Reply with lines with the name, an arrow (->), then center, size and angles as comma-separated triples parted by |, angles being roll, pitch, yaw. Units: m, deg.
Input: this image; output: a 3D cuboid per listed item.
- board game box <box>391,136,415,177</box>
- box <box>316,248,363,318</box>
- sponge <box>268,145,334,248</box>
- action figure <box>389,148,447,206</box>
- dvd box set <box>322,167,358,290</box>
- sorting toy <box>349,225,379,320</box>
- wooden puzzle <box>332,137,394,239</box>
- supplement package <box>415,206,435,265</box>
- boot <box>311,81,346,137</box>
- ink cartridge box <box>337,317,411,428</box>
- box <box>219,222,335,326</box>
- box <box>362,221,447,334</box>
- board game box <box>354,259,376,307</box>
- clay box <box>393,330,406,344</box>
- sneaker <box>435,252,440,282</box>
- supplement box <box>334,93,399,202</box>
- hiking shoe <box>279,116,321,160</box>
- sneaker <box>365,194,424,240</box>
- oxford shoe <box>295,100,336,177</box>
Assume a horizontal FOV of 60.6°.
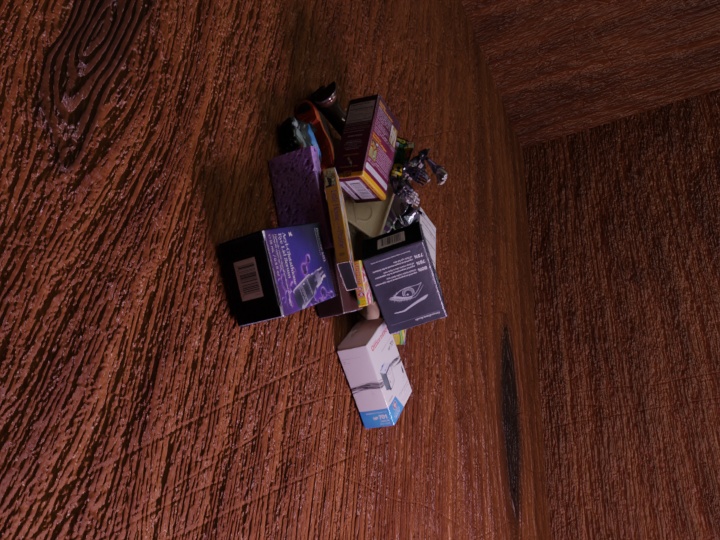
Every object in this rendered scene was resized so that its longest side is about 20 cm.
board game box -> 0.063, -0.255, 1.550 | 0.203, 0.101, 0.024 | 107, 2, -50
box -> -0.060, -0.006, 1.352 | 0.099, 0.073, 0.207 | -5, 82, -64
sponge -> -0.120, -0.136, 1.242 | 0.030, 0.108, 0.207 | -7, 85, -64
action figure -> 0.133, -0.214, 1.439 | 0.102, 0.119, 0.200 | 46, 25, -1
dvd box set -> -0.039, -0.081, 1.241 | 0.147, 0.028, 0.206 | 75, 5, -67
sorting toy -> 0.000, 0.000, 1.517 | 0.185, 0.035, 0.206 | 44, 46, -49
wooden puzzle -> -0.019, -0.188, 1.445 | 0.196, 0.046, 0.189 | 30, 56, -15
supplement package -> 0.138, -0.049, 1.715 | 0.117, 0.114, 0.206 | 43, 43, -48
boot -> -0.032, -0.339, 1.449 | 0.202, 0.063, 0.187 | 53, 4, -20
ink cartridge box -> 0.035, 0.235, 1.428 | 0.147, 0.083, 0.206 | -46, 121, -59
box -> -0.146, 0.002, 1.125 | 0.199, 0.101, 0.153 | -20, 96, -63
box -> 0.100, 0.018, 1.394 | 0.105, 0.143, 0.205 | -89, 161, -63
board game box -> 0.014, 0.026, 1.410 | 0.200, 0.029, 0.099 | -8, 87, -82
clay box -> 0.088, 0.082, 1.575 | 0.203, 0.046, 0.117 | 78, 18, -48
sneaker -> 0.179, -0.052, 1.811 | 0.060, 0.101, 0.207 | 34, 49, -52
supplement box -> 0.015, -0.270, 1.376 | 0.110, 0.083, 0.207 | 38, 58, -52
hiking shoe -> -0.112, -0.226, 1.314 | 0.085, 0.073, 0.208 | -3, 82, -42
sneaker -> 0.091, -0.110, 1.485 | 0.078, 0.136, 0.206 | 44, 45, -47
oxford shoe -> -0.084, -0.285, 1.394 | 0.072, 0.070, 0.207 | 5, 67, -60
